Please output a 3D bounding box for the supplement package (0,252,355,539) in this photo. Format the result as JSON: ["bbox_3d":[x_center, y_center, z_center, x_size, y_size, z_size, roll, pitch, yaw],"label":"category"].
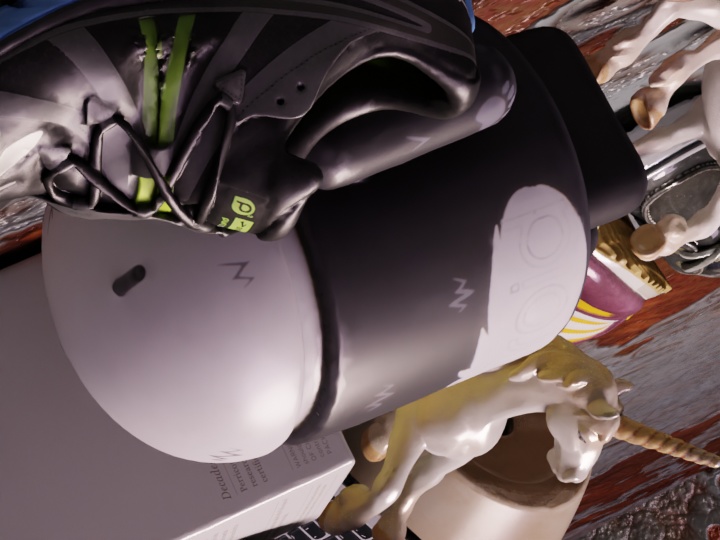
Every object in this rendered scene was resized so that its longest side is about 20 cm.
[{"bbox_3d":[-0.121,0.069,1.090,0.199,0.120,0.121,-24,170,-13],"label":"supplement package"}]

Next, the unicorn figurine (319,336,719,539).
[{"bbox_3d":[0.037,0.051,1.223,0.074,0.200,0.138,14,124,-42],"label":"unicorn figurine"}]

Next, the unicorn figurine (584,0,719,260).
[{"bbox_3d":[0.145,-0.071,1.152,0.137,0.074,0.200,-33,167,-21],"label":"unicorn figurine"}]

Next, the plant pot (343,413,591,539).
[{"bbox_3d":[0.025,0.120,1.511,0.199,0.200,0.174,-14,155,-47],"label":"plant pot"}]

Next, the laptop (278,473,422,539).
[{"bbox_3d":[-0.064,0.171,1.325,0.187,0.200,0.116,-31,-159,50],"label":"laptop"}]

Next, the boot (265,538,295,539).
[{"bbox_3d":[-0.057,0.158,1.172,0.131,0.070,0.200,-15,161,21],"label":"boot"}]

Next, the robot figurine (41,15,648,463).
[{"bbox_3d":[-0.007,-0.016,0.958,0.199,0.125,0.151,-20,125,-28],"label":"robot figurine"}]

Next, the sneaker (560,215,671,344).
[{"bbox_3d":[0.092,0.006,1.405,0.090,0.075,0.200,-33,167,8],"label":"sneaker"}]

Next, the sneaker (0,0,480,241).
[{"bbox_3d":[-0.054,-0.042,0.823,0.199,0.083,0.071,-22,168,-18],"label":"sneaker"}]

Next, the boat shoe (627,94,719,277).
[{"bbox_3d":[0.163,-0.034,1.383,0.072,0.071,0.200,-29,168,15],"label":"boat shoe"}]
